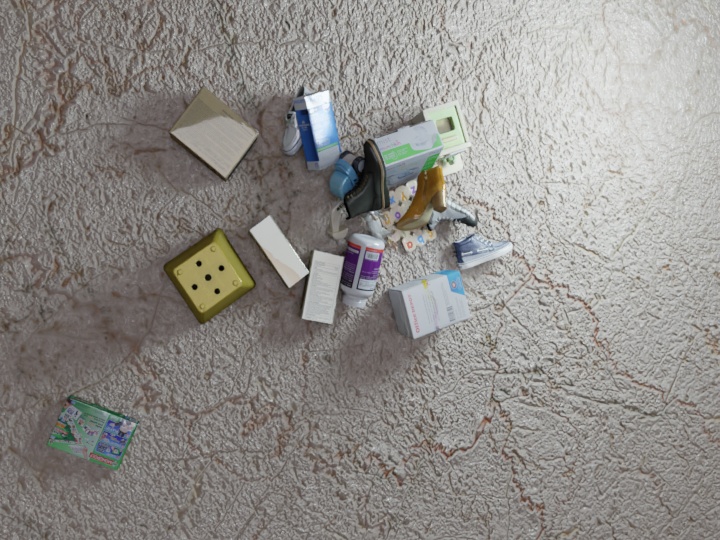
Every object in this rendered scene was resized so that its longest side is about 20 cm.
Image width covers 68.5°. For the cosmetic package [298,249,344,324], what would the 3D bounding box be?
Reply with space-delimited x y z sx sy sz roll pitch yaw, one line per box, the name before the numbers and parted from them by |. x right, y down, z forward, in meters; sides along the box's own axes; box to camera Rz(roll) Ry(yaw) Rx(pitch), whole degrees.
cosmetic package | -0.117 0.049 1.577 0.102 0.071 0.207 12 88 -13

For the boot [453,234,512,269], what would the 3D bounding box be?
boot | 0.397 -0.081 1.708 0.195 0.073 0.093 -21 101 -13

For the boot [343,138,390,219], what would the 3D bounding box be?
boot | 0.003 -0.249 1.481 0.135 0.077 0.205 -21 115 -13

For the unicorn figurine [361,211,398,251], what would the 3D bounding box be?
unicorn figurine | 0.045 -0.153 1.601 0.072 0.137 0.206 -20 110 -22

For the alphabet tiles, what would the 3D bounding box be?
alphabet tiles | 0.158 -0.172 1.676 0.196 0.015 0.200 -26 97 -13

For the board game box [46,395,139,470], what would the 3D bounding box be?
board game box | -0.729 0.444 1.445 0.196 0.029 0.138 26 85 -14

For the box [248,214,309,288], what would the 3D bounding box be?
box | -0.238 -0.054 1.534 0.077 0.095 0.203 -36 97 -11

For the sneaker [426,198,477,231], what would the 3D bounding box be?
sneaker | 0.264 -0.163 1.666 0.197 0.075 0.118 32 88 -2

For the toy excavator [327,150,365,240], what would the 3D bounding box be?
toy excavator | -0.049 -0.220 1.568 0.199 0.099 0.196 -42 132 -13

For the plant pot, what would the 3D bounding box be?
plant pot | -0.413 0.017 1.447 0.198 0.176 0.203 -35 99 -12

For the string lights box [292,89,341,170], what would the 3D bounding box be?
string lights box | -0.121 -0.405 1.530 0.102 0.058 0.206 -30 117 -40

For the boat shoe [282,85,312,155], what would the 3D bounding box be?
boat shoe | -0.193 -0.441 1.545 0.067 0.072 0.206 35 67 -54

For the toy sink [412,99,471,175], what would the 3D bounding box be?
toy sink | 0.260 -0.404 1.649 0.127 0.112 0.206 -18 95 -13

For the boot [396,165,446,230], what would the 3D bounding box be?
boot | 0.183 -0.220 1.617 0.070 0.198 0.148 18 57 -41

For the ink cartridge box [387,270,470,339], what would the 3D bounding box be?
ink cartridge box | 0.207 0.100 1.624 0.194 0.146 0.151 -17 95 -14

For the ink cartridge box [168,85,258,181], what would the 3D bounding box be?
ink cartridge box | -0.412 -0.382 1.494 0.198 0.075 0.167 39 80 -11

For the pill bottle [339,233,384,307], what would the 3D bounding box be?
pill bottle | 0.000 0.000 1.576 0.109 0.113 0.206 11 102 -14

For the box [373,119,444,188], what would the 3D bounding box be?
box | 0.127 -0.341 1.575 0.195 0.177 0.099 -20 78 -14
